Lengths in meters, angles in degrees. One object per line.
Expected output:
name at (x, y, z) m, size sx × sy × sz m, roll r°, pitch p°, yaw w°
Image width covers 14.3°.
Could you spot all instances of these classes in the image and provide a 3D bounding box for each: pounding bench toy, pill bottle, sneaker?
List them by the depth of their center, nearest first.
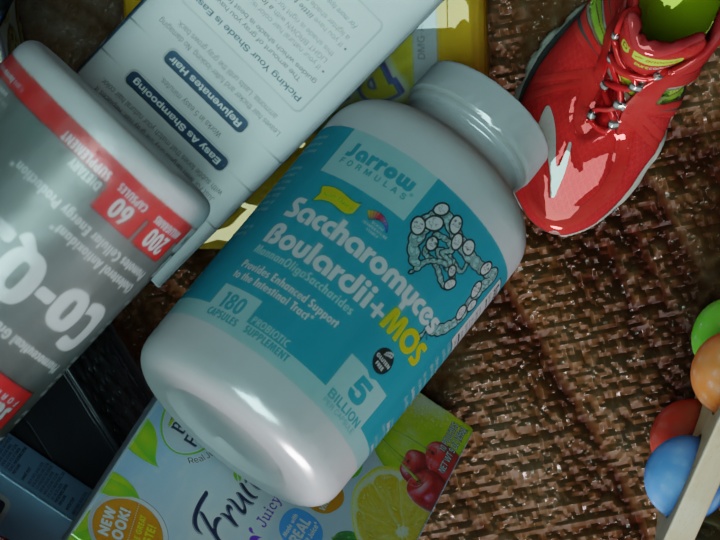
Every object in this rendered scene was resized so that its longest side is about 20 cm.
pill bottle at (-0.172, 0.007, 1.263) m, size 0.114 × 0.114 × 0.200 m, roll 43°, pitch 91°, yaw -5°
pill bottle at (0.000, 0.000, 1.297) m, size 0.111 × 0.111 × 0.200 m, roll 40°, pitch 72°, yaw -5°
sneaker at (0.126, -0.102, 1.324) m, size 0.077 × 0.085 × 0.200 m, roll 29°, pitch 107°, yaw 0°
pounding bench toy at (0.231, 0.052, 1.333) m, size 0.156 × 0.124 × 0.201 m, roll 22°, pitch 107°, yaw 1°

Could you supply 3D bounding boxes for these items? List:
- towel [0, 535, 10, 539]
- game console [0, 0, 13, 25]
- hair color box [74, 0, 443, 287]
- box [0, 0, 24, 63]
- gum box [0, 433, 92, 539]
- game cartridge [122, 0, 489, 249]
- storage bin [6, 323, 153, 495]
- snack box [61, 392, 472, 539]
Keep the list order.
towel at (-0.157, 0.180, 1.271) m, size 0.200 × 0.023 × 0.144 m, roll 28°, pitch 125°, yaw -11°
game console at (-0.230, -0.194, 1.339) m, size 0.200 × 0.118 × 0.171 m, roll 34°, pitch 139°, yaw -2°
hair color box at (-0.058, -0.099, 1.332) m, size 0.100 × 0.061 × 0.200 m, roll 44°, pitch 107°, yaw -6°
box at (-0.190, -0.137, 1.379) m, size 0.039 × 0.041 × 0.201 m, roll -6°, pitch 104°, yaw 10°
gum box at (-0.214, 0.149, 1.364) m, size 0.200 × 0.045 × 0.170 m, roll 35°, pitch 107°, yaw -3°
game cartridge at (-0.026, -0.108, 1.371) m, size 0.176 × 0.032 × 0.201 m, roll 0°, pitch 105°, yaw 8°
storage bin at (-0.195, 0.117, 1.424) m, size 0.200 × 0.094 × 0.135 m, roll -29°, pitch 100°, yaw 15°
snack box at (-0.046, 0.110, 1.347) m, size 0.142 × 0.200 × 0.053 m, roll 33°, pitch 132°, yaw -2°
